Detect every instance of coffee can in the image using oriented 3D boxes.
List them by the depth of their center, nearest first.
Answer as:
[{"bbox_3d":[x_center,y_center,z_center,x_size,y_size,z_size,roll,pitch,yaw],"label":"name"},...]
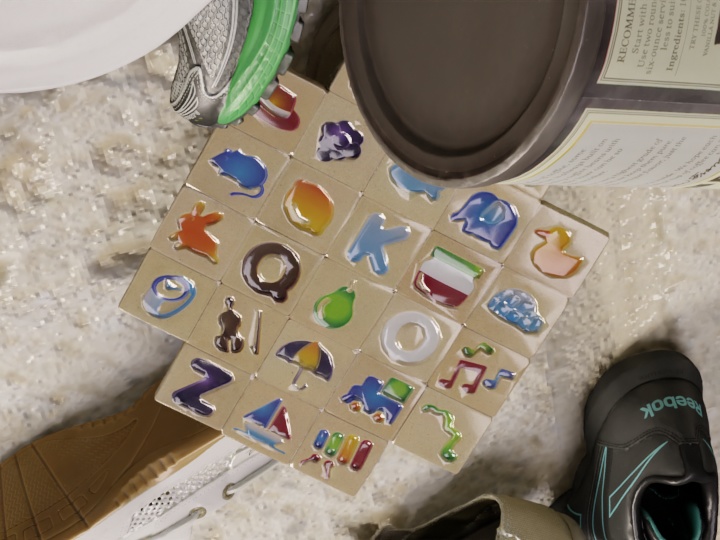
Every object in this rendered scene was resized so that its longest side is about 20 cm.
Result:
[{"bbox_3d":[0.113,-0.102,0.911,0.200,0.147,0.147,0,133,-36],"label":"coffee can"}]

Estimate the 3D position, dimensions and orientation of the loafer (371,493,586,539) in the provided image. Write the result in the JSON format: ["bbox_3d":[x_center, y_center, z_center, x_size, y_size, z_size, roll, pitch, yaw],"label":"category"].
[{"bbox_3d":[0.017,0.169,1.212,0.200,0.076,0.068,-33,127,11],"label":"loafer"}]

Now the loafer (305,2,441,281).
[{"bbox_3d":[0.018,-0.034,1.021,0.076,0.068,0.200,-11,135,-10],"label":"loafer"}]

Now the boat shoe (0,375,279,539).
[{"bbox_3d":[-0.102,0.104,1.103,0.200,0.071,0.069,-29,133,5],"label":"boat shoe"}]

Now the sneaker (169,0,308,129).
[{"bbox_3d":[-0.061,-0.145,0.890,0.085,0.078,0.200,-2,122,-7],"label":"sneaker"}]

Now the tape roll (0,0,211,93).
[{"bbox_3d":[-0.124,-0.162,0.795,0.202,0.071,0.203,1,120,2],"label":"tape roll"}]

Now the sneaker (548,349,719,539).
[{"bbox_3d":[0.137,0.134,1.218,0.075,0.079,0.200,-8,135,-14],"label":"sneaker"}]

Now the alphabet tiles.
[{"bbox_3d":[0.000,0.000,0.998,0.166,0.006,0.200,26,116,-9],"label":"alphabet tiles"}]
